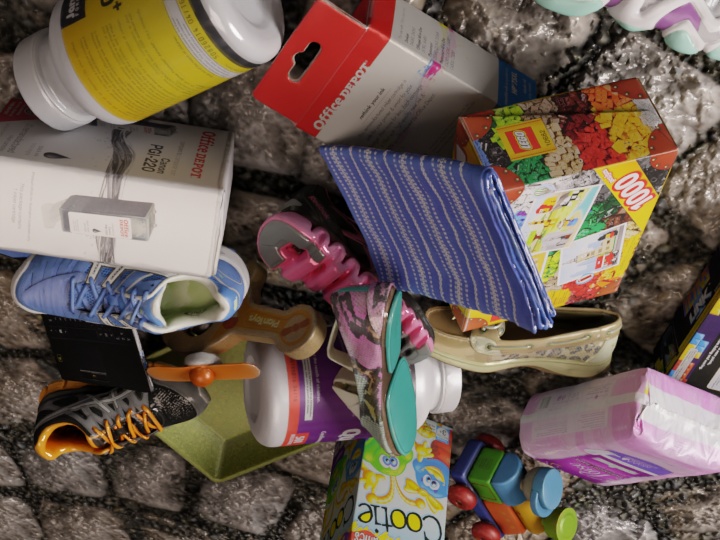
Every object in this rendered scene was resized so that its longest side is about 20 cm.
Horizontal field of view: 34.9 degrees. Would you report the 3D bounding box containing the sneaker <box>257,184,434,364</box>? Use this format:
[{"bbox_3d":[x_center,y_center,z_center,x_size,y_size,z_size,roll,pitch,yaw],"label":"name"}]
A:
[{"bbox_3d":[0.000,0.000,1.033,0.079,0.096,0.200,-31,113,35],"label":"sneaker"}]

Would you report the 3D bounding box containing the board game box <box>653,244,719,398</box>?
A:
[{"bbox_3d":[0.385,0.047,1.046,0.165,0.057,0.200,13,134,-6],"label":"board game box"}]

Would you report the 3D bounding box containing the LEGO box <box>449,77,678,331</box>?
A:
[{"bbox_3d":[0.148,-0.048,0.915,0.148,0.077,0.200,-14,149,-11],"label":"LEGO box"}]

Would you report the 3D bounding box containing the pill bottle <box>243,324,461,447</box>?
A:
[{"bbox_3d":[-0.008,0.107,1.106,0.199,0.113,0.113,-2,137,-18],"label":"pill bottle"}]

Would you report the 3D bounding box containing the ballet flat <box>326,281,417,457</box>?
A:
[{"bbox_3d":[0.007,0.084,1.000,0.071,0.069,0.201,8,136,17],"label":"ballet flat"}]

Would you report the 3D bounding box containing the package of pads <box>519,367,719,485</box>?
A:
[{"bbox_3d":[0.255,0.154,1.107,0.120,0.076,0.200,25,158,-18],"label":"package of pads"}]

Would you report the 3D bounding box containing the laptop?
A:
[{"bbox_3d":[-0.303,0.033,1.063,0.177,0.103,0.201,1,110,49],"label":"laptop"}]

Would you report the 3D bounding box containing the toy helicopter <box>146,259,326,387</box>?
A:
[{"bbox_3d":[-0.111,0.052,1.026,0.199,0.133,0.079,8,155,43],"label":"toy helicopter"}]

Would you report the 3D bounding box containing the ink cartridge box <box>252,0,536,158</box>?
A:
[{"bbox_3d":[0.028,-0.143,0.914,0.199,0.067,0.116,28,131,-17],"label":"ink cartridge box"}]

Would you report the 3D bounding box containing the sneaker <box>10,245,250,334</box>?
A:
[{"bbox_3d":[-0.193,0.012,0.956,0.199,0.077,0.076,-3,112,-4],"label":"sneaker"}]

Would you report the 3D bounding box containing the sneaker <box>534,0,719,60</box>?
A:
[{"bbox_3d":[0.225,-0.231,0.792,0.199,0.078,0.140,12,135,-2],"label":"sneaker"}]

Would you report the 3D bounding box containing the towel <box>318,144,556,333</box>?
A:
[{"bbox_3d":[0.054,-0.027,0.877,0.200,0.024,0.145,15,138,51],"label":"towel"}]

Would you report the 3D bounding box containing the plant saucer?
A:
[{"bbox_3d":[-0.142,0.128,1.216,0.199,0.048,0.200,-25,125,29],"label":"plant saucer"}]

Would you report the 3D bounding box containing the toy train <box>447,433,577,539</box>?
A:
[{"bbox_3d":[0.186,0.269,1.244,0.115,0.085,0.200,6,140,41],"label":"toy train"}]

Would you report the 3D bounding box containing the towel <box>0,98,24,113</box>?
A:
[{"bbox_3d":[-0.266,-0.067,1.070,0.200,0.023,0.144,35,130,-21],"label":"towel"}]

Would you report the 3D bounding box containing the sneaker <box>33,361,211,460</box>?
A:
[{"bbox_3d":[-0.245,0.150,1.169,0.199,0.077,0.078,-13,128,19],"label":"sneaker"}]

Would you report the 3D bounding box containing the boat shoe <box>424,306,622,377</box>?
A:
[{"bbox_3d":[0.147,0.054,1.088,0.199,0.073,0.063,4,129,-10],"label":"boat shoe"}]

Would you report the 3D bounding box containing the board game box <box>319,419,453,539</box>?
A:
[{"bbox_3d":[0.024,0.255,1.203,0.103,0.200,0.105,22,133,-12],"label":"board game box"}]

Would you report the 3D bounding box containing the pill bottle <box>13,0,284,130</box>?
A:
[{"bbox_3d":[-0.167,-0.180,0.882,0.199,0.112,0.112,-19,128,25],"label":"pill bottle"}]

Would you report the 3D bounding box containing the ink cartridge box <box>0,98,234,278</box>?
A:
[{"bbox_3d":[-0.208,-0.070,0.949,0.199,0.146,0.085,10,115,-7],"label":"ink cartridge box"}]
